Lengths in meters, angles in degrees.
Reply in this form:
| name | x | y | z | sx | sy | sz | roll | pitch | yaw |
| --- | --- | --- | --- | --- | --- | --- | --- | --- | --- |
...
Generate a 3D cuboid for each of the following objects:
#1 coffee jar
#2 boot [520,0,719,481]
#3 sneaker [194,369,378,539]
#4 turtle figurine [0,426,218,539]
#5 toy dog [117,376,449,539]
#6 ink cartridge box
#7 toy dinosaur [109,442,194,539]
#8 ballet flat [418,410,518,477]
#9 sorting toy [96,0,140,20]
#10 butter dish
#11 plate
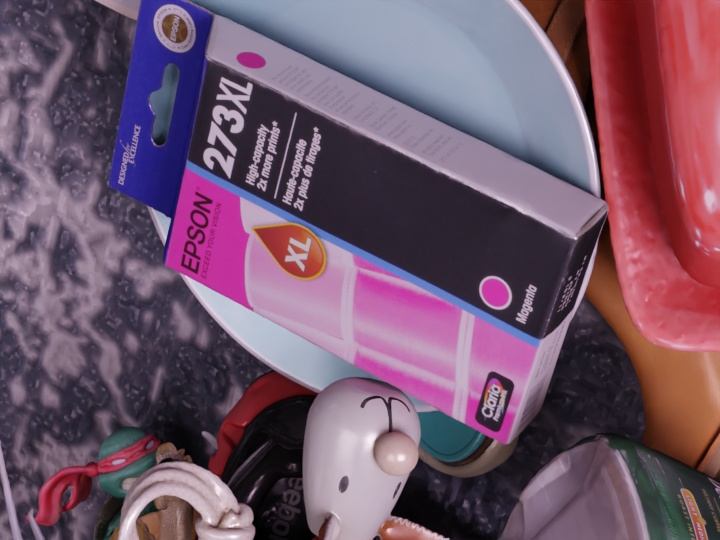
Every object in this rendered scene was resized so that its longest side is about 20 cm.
| name | x | y | z | sx | sy | sz | roll | pitch | yaw |
| --- | --- | --- | --- | --- | --- | --- | --- | --- | --- |
| coffee jar | 0.147 | 0.136 | 0.782 | 0.085 | 0.199 | 0.105 | -48 | 34 | 30 |
| boot | 0.094 | -0.006 | 0.837 | 0.154 | 0.077 | 0.202 | 21 | 109 | 18 |
| sneaker | -0.042 | 0.143 | 0.892 | 0.070 | 0.098 | 0.202 | 15 | 98 | -13 |
| turtle figurine | -0.076 | 0.139 | 0.981 | 0.149 | 0.101 | 0.201 | -25 | 95 | -2 |
| toy dog | 0.002 | 0.150 | 0.798 | 0.096 | 0.131 | 0.202 | 11 | 119 | 60 |
| ink cartridge box | -0.012 | -0.023 | 0.814 | 0.199 | 0.037 | 0.095 | 28 | 126 | 18 |
| toy dinosaur | -0.095 | 0.153 | 0.879 | 0.200 | 0.058 | 0.102 | -52 | 41 | 36 |
| ballet flat | 0.000 | 0.000 | 0.911 | 0.069 | 0.069 | 0.201 | -45 | 75 | 33 |
| sorting toy | -0.087 | -0.197 | 0.844 | 0.199 | 0.107 | 0.181 | 27 | 143 | 22 |
| butter dish | 0.165 | -0.075 | 0.705 | 0.197 | 0.148 | 0.202 | -6 | 91 | 13 |
| plate | 0.002 | -0.042 | 0.833 | 0.199 | 0.026 | 0.202 | 13 | 118 | 26 |
